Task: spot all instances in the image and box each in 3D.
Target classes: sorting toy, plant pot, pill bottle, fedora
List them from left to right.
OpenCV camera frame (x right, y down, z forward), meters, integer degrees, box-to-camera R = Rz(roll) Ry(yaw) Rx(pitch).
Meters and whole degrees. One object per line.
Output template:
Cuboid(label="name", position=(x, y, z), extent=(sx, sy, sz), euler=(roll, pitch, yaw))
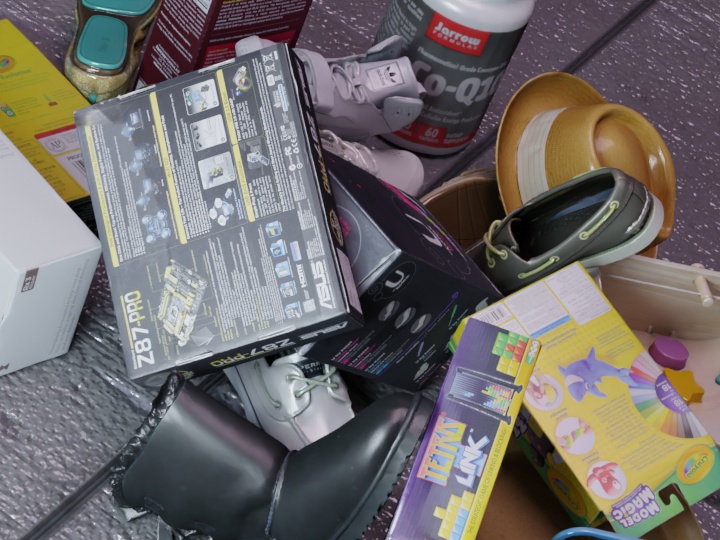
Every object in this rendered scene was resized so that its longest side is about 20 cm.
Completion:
Cuboid(label="pill bottle", position=(0.078, -0.206, 1.911), extent=(0.114, 0.200, 0.114), euler=(14, 40, -12))
Cuboid(label="plant pot", position=(0.154, 0.187, 1.641), extent=(0.200, 0.028, 0.200), euler=(15, 39, -12))
Cuboid(label="fedora", position=(0.198, -0.071, 1.846), extent=(0.200, 0.082, 0.201), euler=(12, 71, -40))
Cuboid(label="sorting toy", position=(0.254, 0.084, 1.758), extent=(0.200, 0.107, 0.180), euler=(11, 45, -16))

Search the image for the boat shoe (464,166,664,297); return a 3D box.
Cuboid(label="boat shoe", position=(0.130, -0.021, 1.737), extent=(0.060, 0.201, 0.072), euler=(41, 34, -40))

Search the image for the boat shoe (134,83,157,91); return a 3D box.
Cuboid(label="boat shoe", position=(-0.106, -0.095, 1.666), extent=(0.067, 0.072, 0.200), euler=(8, 2, -39))

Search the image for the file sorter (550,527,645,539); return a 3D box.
Cuboid(label="file sorter", position=(0.168, 0.283, 1.455), extent=(0.139, 0.123, 0.200), euler=(14, 43, -12))

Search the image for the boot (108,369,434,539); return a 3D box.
Cuboid(label="boot", position=(-0.062, 0.119, 1.478), extent=(0.162, 0.198, 0.073), euler=(32, 36, -1))

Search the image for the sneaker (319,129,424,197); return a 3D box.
Cuboid(label="sneaker", position=(-0.024, -0.070, 1.795), extent=(0.200, 0.087, 0.075), euler=(-13, 51, -39))

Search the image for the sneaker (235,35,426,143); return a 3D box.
Cuboid(label="sneaker", position=(-0.021, -0.150, 1.794), extent=(0.200, 0.115, 0.075), euler=(40, 31, -67))

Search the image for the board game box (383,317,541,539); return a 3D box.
Cuboid(label="board game box", position=(0.051, 0.157, 1.487), extent=(0.057, 0.165, 0.200), euler=(19, 46, 4))

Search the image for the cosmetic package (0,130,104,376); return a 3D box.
Cuboid(label="cosmetic package", position=(-0.278, -0.033, 1.599), extent=(0.081, 0.113, 0.200), euler=(-22, 59, -42))

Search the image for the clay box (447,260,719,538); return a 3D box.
Cuboid(label="clay box", position=(0.167, 0.101, 1.651), extent=(0.115, 0.048, 0.200), euler=(-25, 71, -28))

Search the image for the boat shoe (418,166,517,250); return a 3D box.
Cuboid(label="boat shoe", position=(0.097, -0.049, 1.859), extent=(0.200, 0.072, 0.065), euler=(-21, 17, -41))

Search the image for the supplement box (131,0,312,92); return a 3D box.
Cuboid(label="supplement box", position=(-0.104, -0.195, 1.803), extent=(0.109, 0.200, 0.061), euler=(-15, 53, -39))

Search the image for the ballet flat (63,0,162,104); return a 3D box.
Cuboid(label="ballet flat", position=(-0.205, -0.189, 1.853), extent=(0.071, 0.071, 0.200), euler=(19, 35, -7))

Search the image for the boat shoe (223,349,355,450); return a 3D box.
Cuboid(label="boat shoe", position=(-0.048, 0.083, 1.621), extent=(0.073, 0.067, 0.200), euler=(-15, 53, -38))

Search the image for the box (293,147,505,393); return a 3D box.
Cuboid(label="box", position=(0.000, 0.000, 1.638), extent=(0.122, 0.106, 0.200), euler=(48, 11, 24))

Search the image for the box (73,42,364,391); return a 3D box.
Cuboid(label="box", position=(-0.097, -0.036, 1.540), extent=(0.161, 0.049, 0.200), euler=(-17, 73, 10))

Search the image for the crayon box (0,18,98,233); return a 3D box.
Cuboid(label="crayon box", position=(-0.264, -0.104, 1.735), extent=(0.127, 0.051, 0.200), euler=(-20, 57, -42))
